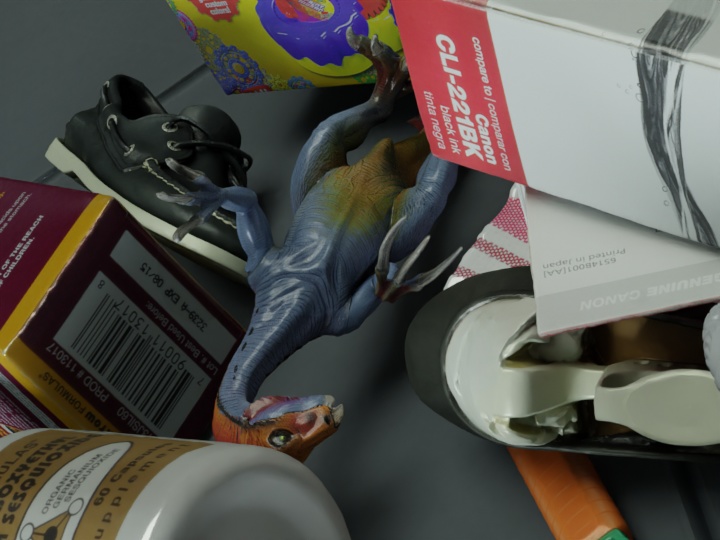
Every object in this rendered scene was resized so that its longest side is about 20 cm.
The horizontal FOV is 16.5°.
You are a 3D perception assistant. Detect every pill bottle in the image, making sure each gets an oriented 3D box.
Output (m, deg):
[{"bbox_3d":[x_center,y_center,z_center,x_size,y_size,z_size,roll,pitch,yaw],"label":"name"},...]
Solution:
[{"bbox_3d":[-0.107,0.120,0.969,0.199,0.114,0.115,0,53,45],"label":"pill bottle"}]

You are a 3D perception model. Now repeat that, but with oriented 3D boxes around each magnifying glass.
[{"bbox_3d":[0.092,0.112,0.862,0.079,0.022,0.200,-38,37,8],"label":"magnifying glass"}]

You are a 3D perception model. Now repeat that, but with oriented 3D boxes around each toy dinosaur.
[{"bbox_3d":[0.000,0.000,1.005,0.104,0.200,0.182,23,83,22],"label":"toy dinosaur"}]

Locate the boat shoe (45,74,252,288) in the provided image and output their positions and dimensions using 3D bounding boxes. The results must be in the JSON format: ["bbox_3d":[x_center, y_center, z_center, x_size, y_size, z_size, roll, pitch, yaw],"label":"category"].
[{"bbox_3d":[-0.085,-0.048,1.158,0.066,0.074,0.199,-58,26,0],"label":"boat shoe"}]

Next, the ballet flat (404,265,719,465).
[{"bbox_3d":[0.086,0.034,0.870,0.199,0.068,0.069,2,97,35],"label":"ballet flat"}]

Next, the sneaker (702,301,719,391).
[{"bbox_3d":[0.191,0.065,0.738,0.115,0.075,0.201,-35,57,5],"label":"sneaker"}]

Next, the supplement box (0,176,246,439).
[{"bbox_3d":[-0.156,0.022,1.123,0.199,0.110,0.086,11,60,49],"label":"supplement box"}]

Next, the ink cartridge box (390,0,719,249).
[{"bbox_3d":[0.133,-0.085,0.836,0.199,0.084,0.144,20,51,37],"label":"ink cartridge box"}]

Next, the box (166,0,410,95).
[{"bbox_3d":[0.028,-0.189,1.120,0.199,0.122,0.193,0,41,45],"label":"box"}]

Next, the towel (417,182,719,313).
[{"bbox_3d":[0.120,-0.040,0.982,0.146,0.030,0.201,8,59,48],"label":"towel"}]

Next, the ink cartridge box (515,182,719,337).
[{"bbox_3d":[0.154,-0.041,0.878,0.198,0.045,0.177,-11,41,8],"label":"ink cartridge box"}]
